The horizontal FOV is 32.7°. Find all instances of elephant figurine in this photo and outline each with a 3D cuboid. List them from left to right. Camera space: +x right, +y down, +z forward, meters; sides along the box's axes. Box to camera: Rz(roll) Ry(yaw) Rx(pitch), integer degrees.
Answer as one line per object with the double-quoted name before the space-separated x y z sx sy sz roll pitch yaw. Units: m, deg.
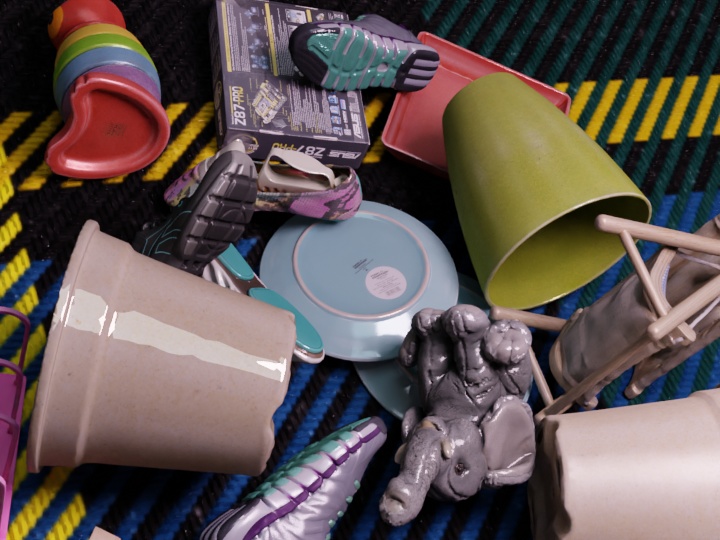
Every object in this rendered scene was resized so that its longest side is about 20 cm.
"elephant figurine" 0.084 0.144 1.082 0.153 0.142 0.203 13 68 -12

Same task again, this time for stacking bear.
"stacking bear" -0.263 -0.201 1.234 0.112 0.122 0.202 8 43 -33

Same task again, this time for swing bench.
"swing bench" 0.269 0.039 1.182 0.197 0.199 0.131 -7 65 -32

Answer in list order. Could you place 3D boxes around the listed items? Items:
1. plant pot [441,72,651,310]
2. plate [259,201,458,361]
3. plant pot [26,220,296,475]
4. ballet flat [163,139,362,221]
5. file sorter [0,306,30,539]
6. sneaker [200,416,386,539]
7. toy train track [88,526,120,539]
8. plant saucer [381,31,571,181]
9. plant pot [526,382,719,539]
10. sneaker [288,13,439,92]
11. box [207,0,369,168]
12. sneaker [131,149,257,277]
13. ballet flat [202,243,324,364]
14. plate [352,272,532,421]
"plant pot" 0.165 -0.095 1.253 0.185 0.188 0.202 -12 60 -28
"plate" 0.000 0.000 1.205 0.197 0.026 0.202 4 50 -5
"plant pot" -0.152 0.079 0.988 0.181 0.202 0.203 13 51 -7
"ballet flat" -0.096 -0.090 1.204 0.196 0.072 0.070 4 43 3
"file sorter" -0.333 0.134 0.943 0.137 0.126 0.202 8 52 -15
"sneaker" -0.042 0.206 1.044 0.199 0.074 0.088 -34 94 -32
"toy train track" -0.185 0.277 0.959 0.198 0.033 0.115 28 43 -7
"plant saucer" 0.131 -0.162 1.399 0.197 0.037 0.201 22 50 -3
"plant pot" 0.250 0.198 1.095 0.180 0.202 0.203 1 53 -5
"sneaker" -0.009 -0.244 1.334 0.198 0.075 0.088 4 39 -42
"box" -0.081 -0.208 1.343 0.159 0.049 0.202 5 54 -21
"sneaker" -0.165 -0.027 1.098 0.079 0.202 0.075 39 14 28
"ballet flat" -0.112 0.032 1.143 0.069 0.070 0.200 -29 63 -35
"plate" 0.084 0.071 1.214 0.197 0.026 0.203 10 53 -14
